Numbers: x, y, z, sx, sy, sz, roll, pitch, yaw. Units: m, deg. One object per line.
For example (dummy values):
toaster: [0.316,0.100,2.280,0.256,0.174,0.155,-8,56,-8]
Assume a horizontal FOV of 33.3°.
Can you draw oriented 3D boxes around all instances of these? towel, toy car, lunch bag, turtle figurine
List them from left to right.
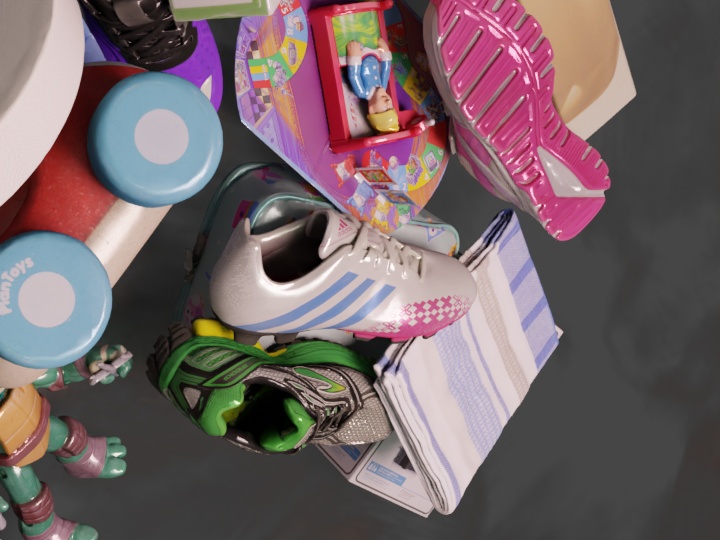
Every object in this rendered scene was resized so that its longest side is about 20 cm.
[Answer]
toy car: [-0.197,-0.061,0.599,0.200,0.184,0.177,37,77,-15]
turtle figurine: [-0.208,0.100,0.759,0.150,0.100,0.200,-53,154,-26]
lunch bag: [-0.036,0.013,0.870,0.199,0.077,0.161,8,112,-39]
towel: [0.087,0.065,0.901,0.200,0.024,0.147,-49,128,-37]

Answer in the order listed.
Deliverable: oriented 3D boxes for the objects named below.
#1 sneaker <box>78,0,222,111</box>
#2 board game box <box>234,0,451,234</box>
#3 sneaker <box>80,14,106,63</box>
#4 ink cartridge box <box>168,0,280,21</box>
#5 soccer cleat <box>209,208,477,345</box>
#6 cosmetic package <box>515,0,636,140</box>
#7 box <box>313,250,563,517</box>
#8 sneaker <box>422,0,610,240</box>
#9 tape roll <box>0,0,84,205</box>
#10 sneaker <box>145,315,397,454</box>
sneaker: [-0.130,-0.153,0.679,0.069,0.100,0.201,-22,126,-1]
board game box: [0.009,-0.124,0.795,0.200,0.039,0.159,41,63,-35]
sneaker: [-0.216,-0.162,0.647,0.078,0.070,0.200,-39,125,-8]
ink cartridge box: [-0.062,-0.230,0.688,0.059,0.200,0.104,0,124,14]
soccer cleat: [0.000,0.000,0.781,0.199,0.070,0.087,-5,130,-30]
cosmetic package: [0.114,-0.192,0.843,0.071,0.105,0.200,-41,131,-12]
box: [0.065,0.095,1.003,0.200,0.060,0.116,-53,133,1]
sneaker: [0.090,-0.108,0.823,0.081,0.088,0.200,-42,124,-15]
tape roll: [-0.222,-0.091,0.529,0.203,0.203,0.037,-39,153,-11]
sneaker: [-0.047,0.095,0.802,0.199,0.085,0.078,14,114,-43]
